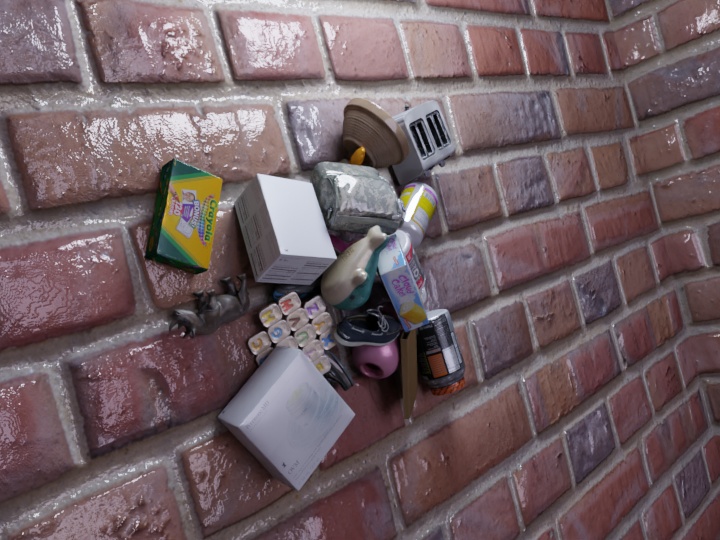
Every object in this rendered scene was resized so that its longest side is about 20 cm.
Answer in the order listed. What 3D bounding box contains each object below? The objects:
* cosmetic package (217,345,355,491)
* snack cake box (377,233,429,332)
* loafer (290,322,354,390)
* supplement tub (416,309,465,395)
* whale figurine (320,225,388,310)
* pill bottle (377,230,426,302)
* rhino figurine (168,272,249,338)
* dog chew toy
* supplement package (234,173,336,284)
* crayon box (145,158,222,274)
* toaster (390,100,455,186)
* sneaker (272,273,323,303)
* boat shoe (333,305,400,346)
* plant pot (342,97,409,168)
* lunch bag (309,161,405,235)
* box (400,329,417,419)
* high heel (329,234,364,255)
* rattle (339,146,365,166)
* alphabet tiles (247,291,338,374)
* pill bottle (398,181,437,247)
[{"bbox_3d":[-0.152,0.302,1.458,0.201,0.122,0.200,50,65,-20],"label":"cosmetic package"},{"bbox_3d":[0.094,0.031,1.647,0.117,0.066,0.202,-102,170,-48],"label":"snack cake box"},{"bbox_3d":[-0.094,0.205,1.610,0.063,0.072,0.202,-41,103,-19],"label":"loafer"},{"bbox_3d":[0.203,0.215,1.841,0.121,0.121,0.205,-21,95,-43],"label":"supplement tub"},{"bbox_3d":[0.000,0.000,1.563,0.103,0.159,0.201,37,95,-26],"label":"whale figurine"},{"bbox_3d":[0.102,0.006,1.778,0.112,0.108,0.202,-62,141,-33],"label":"pill bottle"},{"bbox_3d":[-0.305,0.081,1.431,0.198,0.059,0.090,-29,111,-40],"label":"rhino figurine"},{"bbox_3d":[0.053,0.162,1.719,0.125,0.123,0.203,45,45,-26],"label":"dog chew toy"},{"bbox_3d":[-0.164,-0.087,1.526,0.153,0.111,0.204,4,57,-42],"label":"supplement package"},{"bbox_3d":[-0.357,-0.108,1.426,0.117,0.057,0.206,20,67,-39],"label":"crayon box"},{"bbox_3d":[0.151,-0.359,1.926,0.180,0.117,0.204,-33,103,-43],"label":"toaster"},{"bbox_3d":[-0.134,0.024,1.613,0.198,0.073,0.083,-17,74,-48],"label":"sneaker"},{"bbox_3d":[0.025,0.125,1.598,0.196,0.062,0.076,2,42,-40],"label":"boat shoe"},{"bbox_3d":[0.019,-0.324,1.755,0.093,0.199,0.201,-48,115,-16],"label":"plant pot"},{"bbox_3d":[-0.012,-0.153,1.624,0.195,0.169,0.142,4,122,-29],"label":"lunch bag"},{"bbox_3d":[0.121,0.236,1.732,0.164,0.021,0.206,-52,142,-71],"label":"box"},{"bbox_3d":[-0.039,-0.075,1.709,0.198,0.066,0.098,31,70,-40],"label":"high heel"},{"bbox_3d":[0.024,-0.202,1.759,0.201,0.142,0.131,51,27,-12],"label":"rattle"},{"bbox_3d":[-0.142,0.155,1.540,0.193,0.015,0.204,-30,106,-17],"label":"alphabet tiles"},{"bbox_3d":[0.130,-0.131,1.862,0.104,0.103,0.203,45,53,-26],"label":"pill bottle"}]
